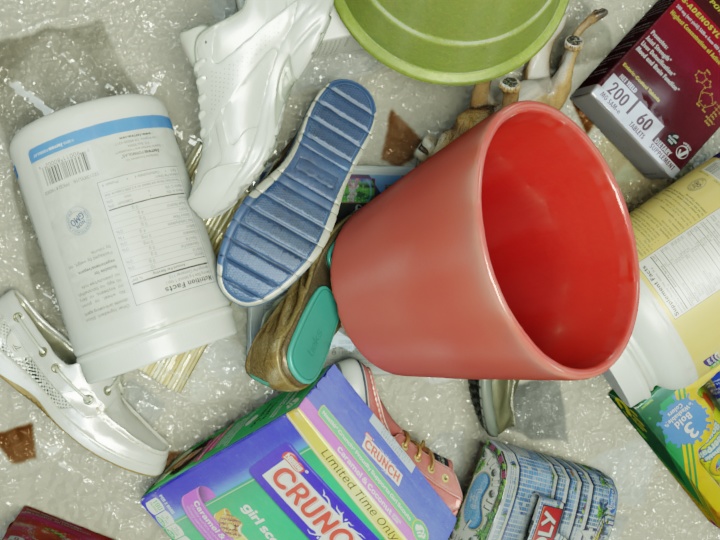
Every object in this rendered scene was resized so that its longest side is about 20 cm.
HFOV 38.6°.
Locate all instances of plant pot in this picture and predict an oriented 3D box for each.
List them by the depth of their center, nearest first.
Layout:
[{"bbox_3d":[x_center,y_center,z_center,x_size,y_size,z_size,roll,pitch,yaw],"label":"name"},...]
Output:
[{"bbox_3d":[0.075,-0.256,0.715,0.198,0.190,0.202,0,82,-3],"label":"plant pot"},{"bbox_3d":[0.084,-0.004,0.780,0.199,0.176,0.203,17,65,-41],"label":"plant pot"}]

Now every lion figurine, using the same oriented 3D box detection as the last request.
[{"bbox_3d":[0.134,-0.139,0.872,0.199,0.123,0.072,-31,55,-26],"label":"lion figurine"}]

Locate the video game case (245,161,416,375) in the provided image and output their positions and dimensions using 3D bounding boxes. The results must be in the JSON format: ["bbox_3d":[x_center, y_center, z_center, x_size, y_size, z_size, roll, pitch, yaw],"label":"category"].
[{"bbox_3d":[0.000,0.000,0.899,0.198,0.023,0.184,1,95,-11],"label":"video game case"}]

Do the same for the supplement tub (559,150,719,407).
[{"bbox_3d":[0.271,0.007,0.851,0.199,0.145,0.146,-34,98,4],"label":"supplement tub"}]

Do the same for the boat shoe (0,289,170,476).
[{"bbox_3d":[-0.232,0.093,0.860,0.199,0.071,0.069,39,91,-8],"label":"boat shoe"}]

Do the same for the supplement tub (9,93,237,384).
[{"bbox_3d":[-0.187,-0.025,0.814,0.131,0.132,0.202,-18,90,-5],"label":"supplement tub"}]

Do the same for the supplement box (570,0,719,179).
[{"bbox_3d":[0.295,-0.189,0.906,0.109,0.061,0.200,43,88,-8],"label":"supplement box"}]

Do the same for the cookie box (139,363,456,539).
[{"bbox_3d":[-0.053,0.195,0.842,0.199,0.075,0.172,-33,100,31],"label":"cookie box"}]

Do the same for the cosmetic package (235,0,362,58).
[{"bbox_3d":[-0.007,-0.241,0.852,0.198,0.085,0.109,-14,93,-5],"label":"cosmetic package"}]

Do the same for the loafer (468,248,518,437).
[{"bbox_3d":[0.134,0.047,0.899,0.069,0.075,0.202,3,95,-3],"label":"loafer"}]

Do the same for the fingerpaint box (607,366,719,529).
[{"bbox_3d":[0.359,0.115,0.934,0.200,0.073,0.167,-40,98,-2],"label":"fingerpaint box"}]

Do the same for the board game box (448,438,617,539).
[{"bbox_3d":[0.124,0.257,0.884,0.199,0.062,0.202,19,93,-36],"label":"board game box"}]

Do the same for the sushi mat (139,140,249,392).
[{"bbox_3d":[-0.148,-0.003,0.891,0.095,0.012,0.201,30,91,-8],"label":"sushi mat"}]

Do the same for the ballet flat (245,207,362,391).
[{"bbox_3d":[-0.036,0.019,0.835,0.068,0.072,0.201,55,46,-31],"label":"ballet flat"}]

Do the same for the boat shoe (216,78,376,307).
[{"bbox_3d":[-0.050,-0.056,0.831,0.072,0.072,0.201,34,77,-5],"label":"boat shoe"}]

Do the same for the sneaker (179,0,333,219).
[{"bbox_3d":[-0.099,-0.140,0.781,0.099,0.078,0.202,23,94,-10],"label":"sneaker"}]

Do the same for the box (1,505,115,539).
[{"bbox_3d":[-0.219,0.291,0.866,0.198,0.095,0.101,23,91,-8],"label":"box"}]

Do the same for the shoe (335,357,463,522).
[{"bbox_3d":[0.034,0.163,0.896,0.090,0.072,0.202,-12,108,-9],"label":"shoe"}]
